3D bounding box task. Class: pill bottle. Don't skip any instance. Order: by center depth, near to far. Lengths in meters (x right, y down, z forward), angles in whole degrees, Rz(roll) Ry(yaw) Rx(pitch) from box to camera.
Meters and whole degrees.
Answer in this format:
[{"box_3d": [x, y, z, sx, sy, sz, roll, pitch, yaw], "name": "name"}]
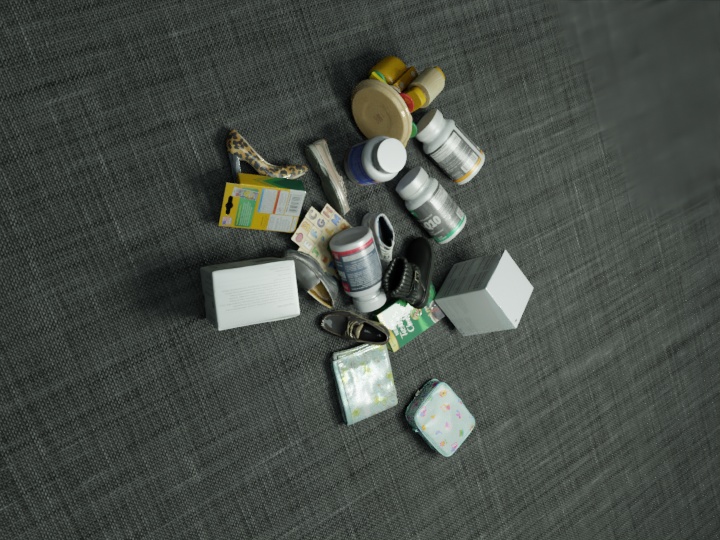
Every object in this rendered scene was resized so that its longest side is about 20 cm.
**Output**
[{"box_3d": [0.039, -0.282, 1.520, 0.109, 0.199, 0.116, -2, 94, -22], "name": "pill bottle"}, {"box_3d": [0.000, 0.000, 1.558, 0.118, 0.119, 0.205, -26, 114, -20], "name": "pill bottle"}, {"box_3d": [0.194, -0.182, 1.642, 0.200, 0.113, 0.114, 46, 76, -19], "name": "pill bottle"}, {"box_3d": [0.246, -0.347, 1.654, 0.199, 0.116, 0.118, 40, 78, -20], "name": "pill bottle"}]

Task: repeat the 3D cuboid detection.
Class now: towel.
[{"box_3d": [0.011, 0.303, 1.628, 0.167, 0.048, 0.206, -15, 100, -21], "name": "towel"}]

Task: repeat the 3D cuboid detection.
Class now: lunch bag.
[{"box_3d": [0.225, 0.426, 1.714, 0.160, 0.077, 0.201, -45, 109, -13], "name": "lunch bag"}]

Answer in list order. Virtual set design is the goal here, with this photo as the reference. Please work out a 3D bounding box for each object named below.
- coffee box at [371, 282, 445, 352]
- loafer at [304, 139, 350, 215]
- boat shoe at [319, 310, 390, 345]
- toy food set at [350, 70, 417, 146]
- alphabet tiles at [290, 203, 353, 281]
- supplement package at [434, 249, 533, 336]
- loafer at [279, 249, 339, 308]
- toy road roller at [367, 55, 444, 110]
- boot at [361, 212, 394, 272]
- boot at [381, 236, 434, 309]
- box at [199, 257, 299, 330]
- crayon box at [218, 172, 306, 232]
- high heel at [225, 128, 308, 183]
[{"box_3d": [0.138, 0.126, 1.673, 0.197, 0.044, 0.126, -30, 104, -19], "name": "coffee box"}, {"box_3d": [-0.073, -0.246, 1.547, 0.062, 0.071, 0.203, -34, 103, -25], "name": "loafer"}, {"box_3d": [-0.011, 0.151, 1.575, 0.194, 0.073, 0.077, 11, 85, -5], "name": "boat shoe"}, {"box_3d": [0.059, -0.404, 1.527, 0.199, 0.198, 0.049, 43, 59, 1], "name": "toy food set"}, {"box_3d": [-0.089, -0.068, 1.558, 0.199, 0.006, 0.169, 40, 77, -34], "name": "alphabet tiles"}, {"box_3d": [0.345, 0.067, 1.657, 0.152, 0.198, 0.152, 48, 56, -18], "name": "supplement package"}, {"box_3d": [-0.126, 0.021, 1.508, 0.072, 0.073, 0.199, -37, 125, 25], "name": "loafer"}, {"box_3d": [0.107, -0.487, 1.537, 0.123, 0.198, 0.147, -49, 113, -31], "name": "toy road roller"}, {"box_3d": [0.057, -0.056, 1.598, 0.072, 0.095, 0.205, -21, 101, -20], "name": "boot"}, {"box_3d": [0.129, -0.014, 1.589, 0.157, 0.078, 0.217, 30, 55, -47], "name": "boot"}, {"box_3d": [-0.266, 0.049, 1.406, 0.195, 0.198, 0.135, -9, 96, -23], "name": "box"}, {"box_3d": [-0.243, -0.165, 1.449, 0.195, 0.052, 0.128, 3, 130, -24], "name": "crayon box"}, {"box_3d": [-0.231, -0.289, 1.468, 0.194, 0.071, 0.147, -11, 103, -14], "name": "high heel"}]
